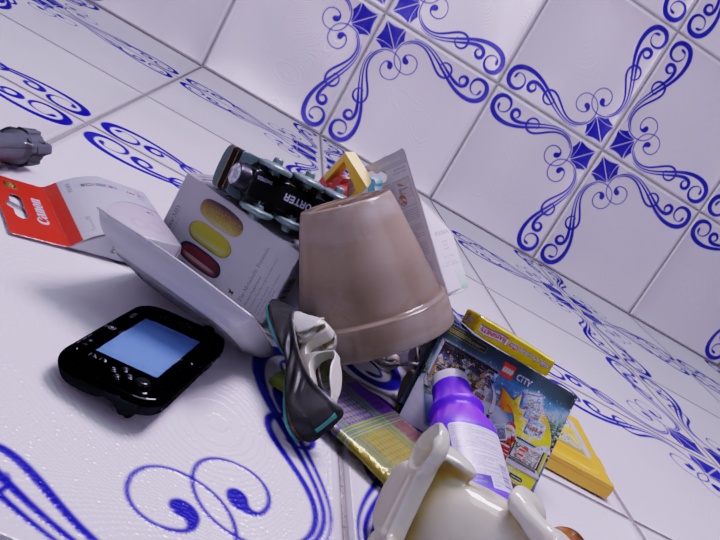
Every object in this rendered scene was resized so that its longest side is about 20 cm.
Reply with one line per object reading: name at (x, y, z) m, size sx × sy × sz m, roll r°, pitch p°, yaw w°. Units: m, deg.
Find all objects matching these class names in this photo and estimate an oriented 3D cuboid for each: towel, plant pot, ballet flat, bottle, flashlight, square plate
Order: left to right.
flashlight at (-0.463, -0.152, 0.929) m, size 0.068 × 0.068 × 0.200 m, roll 54°, pitch 10°, yaw -4°
square plate at (-0.186, 0.026, 0.828) m, size 0.199 × 0.029 × 0.198 m, roll 34°, pitch -13°, yaw 9°
ballet flat at (-0.055, 0.097, 0.828) m, size 0.068 × 0.068 × 0.201 m, roll 56°, pitch 11°, yaw -43°
towel at (0.000, 0.174, 0.870) m, size 0.199 × 0.023 × 0.143 m, roll 37°, pitch 16°, yaw 23°
plant pot at (0.000, 0.000, 0.937) m, size 0.197 × 0.176 × 0.200 m, roll -15°, pitch 10°, yaw 3°
bottle at (0.115, 0.196, 0.847) m, size 0.083 × 0.066 × 0.201 m, roll 20°, pitch 34°, yaw -21°

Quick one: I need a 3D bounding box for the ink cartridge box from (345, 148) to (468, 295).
ink cartridge box at (0.053, -0.051, 1.056) m, size 0.050 × 0.203 × 0.160 m, roll -14°, pitch -2°, yaw -39°

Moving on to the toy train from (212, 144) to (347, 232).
toy train at (-0.099, -0.099, 1.003) m, size 0.199 × 0.086 × 0.114 m, roll 21°, pitch 7°, yaw -40°

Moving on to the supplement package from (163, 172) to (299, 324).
supplement package at (-0.160, -0.033, 1.043) m, size 0.199 × 0.115 × 0.109 m, roll 34°, pitch 14°, yaw 15°

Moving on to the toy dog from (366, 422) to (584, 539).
toy dog at (0.106, 0.251, 0.659) m, size 0.198 × 0.141 × 0.194 m, roll 30°, pitch -22°, yaw 0°

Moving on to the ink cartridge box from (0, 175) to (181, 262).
ink cartridge box at (-0.339, -0.075, 0.947) m, size 0.199 × 0.057 × 0.163 m, roll 24°, pitch 15°, yaw -43°

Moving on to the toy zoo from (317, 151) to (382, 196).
toy zoo at (-0.028, -0.074, 1.080) m, size 0.020 × 0.200 × 0.133 m, roll -7°, pitch 66°, yaw -40°

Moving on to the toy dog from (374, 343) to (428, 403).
toy dog at (0.102, 0.133, 1.062) m, size 0.131 × 0.097 × 0.200 m, roll 23°, pitch 17°, yaw -30°

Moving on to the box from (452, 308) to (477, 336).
box at (0.148, 0.096, 1.107) m, size 0.121 × 0.032 × 0.200 m, roll 41°, pitch 6°, yaw -32°

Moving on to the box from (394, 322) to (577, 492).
box at (0.158, 0.171, 0.966) m, size 0.198 × 0.138 × 0.038 m, roll 30°, pitch -10°, yaw -5°

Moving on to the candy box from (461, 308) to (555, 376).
candy box at (0.183, 0.087, 0.974) m, size 0.101 × 0.027 × 0.200 m, roll 29°, pitch 1°, yaw 4°

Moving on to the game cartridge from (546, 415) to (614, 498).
game cartridge at (0.290, 0.252, 1.187) m, size 0.175 × 0.033 × 0.200 m, roll 29°, pitch 13°, yaw -9°

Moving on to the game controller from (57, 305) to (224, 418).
game controller at (-0.202, 0.079, 0.727) m, size 0.104 × 0.042 × 0.200 m, roll 32°, pitch 14°, yaw 1°
